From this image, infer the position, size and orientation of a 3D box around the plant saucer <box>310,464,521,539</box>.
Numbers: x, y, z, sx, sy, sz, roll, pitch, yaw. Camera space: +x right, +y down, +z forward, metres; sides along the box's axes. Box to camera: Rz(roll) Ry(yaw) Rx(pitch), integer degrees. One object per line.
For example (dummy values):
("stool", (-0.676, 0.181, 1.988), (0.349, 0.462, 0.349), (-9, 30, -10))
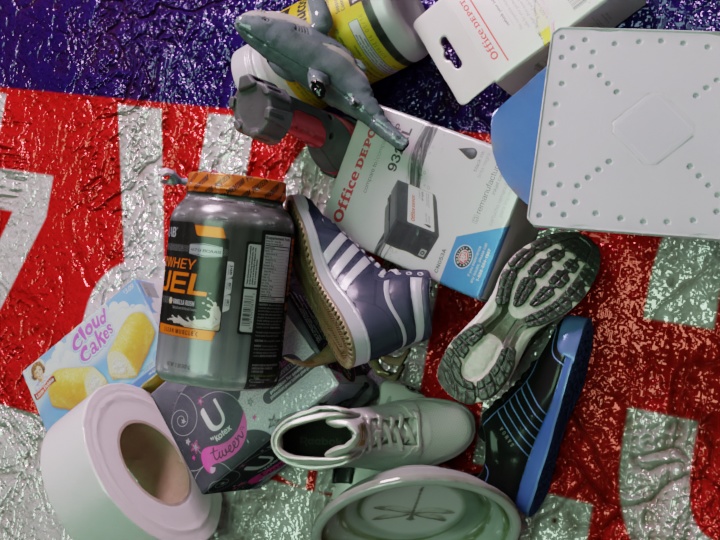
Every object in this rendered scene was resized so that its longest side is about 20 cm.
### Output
("plant saucer", (0.052, 0.234, 1.127), (0.200, 0.200, 0.050), (-26, 45, 24))

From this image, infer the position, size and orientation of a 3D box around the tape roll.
("tape roll", (-0.242, 0.223, 1.268), (0.071, 0.202, 0.203), (-38, 68, 19))

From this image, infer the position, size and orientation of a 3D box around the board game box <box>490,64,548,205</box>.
("board game box", (0.221, -0.127, 1.099), (0.200, 0.039, 0.158), (-41, 65, -5))

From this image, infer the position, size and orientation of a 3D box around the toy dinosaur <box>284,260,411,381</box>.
("toy dinosaur", (0.001, 0.070, 1.189), (0.101, 0.200, 0.058), (30, 132, 11))

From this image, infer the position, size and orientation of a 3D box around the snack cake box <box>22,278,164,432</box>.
("snack cake box", (-0.290, 0.113, 1.381), (0.200, 0.067, 0.115), (-38, 69, 20))

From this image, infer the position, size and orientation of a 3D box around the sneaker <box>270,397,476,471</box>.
("sneaker", (0.014, 0.158, 1.106), (0.199, 0.116, 0.074), (-6, 85, -1))

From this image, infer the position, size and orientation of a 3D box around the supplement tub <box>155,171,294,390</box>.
("supplement tub", (-0.129, 0.010, 1.139), (0.122, 0.122, 0.201), (5, 90, 29))

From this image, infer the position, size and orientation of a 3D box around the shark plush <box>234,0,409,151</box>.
("shark plush", (-0.039, -0.181, 1.165), (0.091, 0.083, 0.200), (-37, 89, 25))

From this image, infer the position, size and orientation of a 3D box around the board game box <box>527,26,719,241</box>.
("board game box", (0.259, -0.121, 1.049), (0.199, 0.026, 0.201), (5, 70, 15))

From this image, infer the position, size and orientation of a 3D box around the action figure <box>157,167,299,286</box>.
("action figure", (-0.130, -0.058, 1.294), (0.148, 0.134, 0.200), (-20, 44, -8))

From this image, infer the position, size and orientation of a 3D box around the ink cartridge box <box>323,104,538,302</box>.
("ink cartridge box", (0.076, -0.069, 1.193), (0.199, 0.084, 0.146), (24, 96, 29))

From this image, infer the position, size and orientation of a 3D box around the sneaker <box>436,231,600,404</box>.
("sneaker", (0.151, 0.044, 1.140), (0.077, 0.089, 0.200), (43, 90, 12))

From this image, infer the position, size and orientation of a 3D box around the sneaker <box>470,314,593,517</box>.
("sneaker", (0.160, 0.131, 1.133), (0.078, 0.070, 0.201), (19, 93, 24))

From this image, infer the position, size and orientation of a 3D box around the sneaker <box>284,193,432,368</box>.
("sneaker", (0.000, 0.000, 1.160), (0.070, 0.108, 0.201), (104, 147, -52))

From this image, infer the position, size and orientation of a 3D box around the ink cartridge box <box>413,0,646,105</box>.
("ink cartridge box", (0.165, -0.257, 1.177), (0.200, 0.067, 0.117), (-35, 69, 19))

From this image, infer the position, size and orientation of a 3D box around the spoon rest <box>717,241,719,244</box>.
("spoon rest", (0.298, -0.092, 1.089), (0.099, 0.061, 0.200), (-42, 68, 18))

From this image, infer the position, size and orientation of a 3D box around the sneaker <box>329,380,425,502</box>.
("sneaker", (0.003, 0.205, 1.211), (0.088, 0.074, 0.200), (32, 88, 29))

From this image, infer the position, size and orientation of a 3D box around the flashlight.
("flashlight", (-0.057, -0.139, 1.208), (0.068, 0.200, 0.068), (32, 101, 27))

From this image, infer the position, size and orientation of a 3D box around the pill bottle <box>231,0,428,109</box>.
("pill bottle", (-0.034, -0.238, 1.256), (0.199, 0.112, 0.113), (-23, 74, 24))

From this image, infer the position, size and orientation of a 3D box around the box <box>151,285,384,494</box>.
("box", (-0.098, 0.128, 1.247), (0.200, 0.115, 0.132), (-40, 67, 19))
